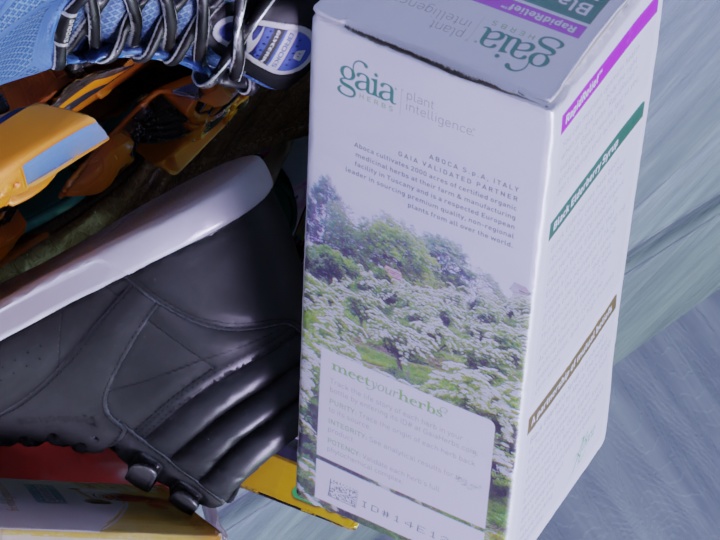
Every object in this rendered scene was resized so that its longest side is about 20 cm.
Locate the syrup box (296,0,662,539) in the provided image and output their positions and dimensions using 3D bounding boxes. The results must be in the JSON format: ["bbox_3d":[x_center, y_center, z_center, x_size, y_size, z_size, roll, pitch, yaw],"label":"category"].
[{"bbox_3d":[0.034,-0.009,0.915,0.081,0.078,0.201,-49,153,-42],"label":"syrup box"}]

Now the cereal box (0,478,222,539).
[{"bbox_3d":[-0.156,0.093,1.023,0.199,0.040,0.144,4,-178,-13],"label":"cereal box"}]

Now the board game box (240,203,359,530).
[{"bbox_3d":[0.000,0.000,1.121,0.200,0.056,0.166,-147,-102,-86],"label":"board game box"}]

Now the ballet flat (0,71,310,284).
[{"bbox_3d":[-0.087,-0.020,1.081,0.200,0.073,0.068,-38,-155,-15],"label":"ballet flat"}]

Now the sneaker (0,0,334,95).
[{"bbox_3d":[-0.051,-0.090,0.856,0.200,0.089,0.079,-33,168,-35],"label":"sneaker"}]

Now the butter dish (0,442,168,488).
[{"bbox_3d":[-0.153,0.095,1.195,0.200,0.199,0.148,-24,140,-57],"label":"butter dish"}]

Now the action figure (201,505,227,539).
[{"bbox_3d":[-0.046,0.046,1.663,0.193,0.105,0.200,-45,144,-3],"label":"action figure"}]

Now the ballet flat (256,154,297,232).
[{"bbox_3d":[-0.121,0.005,1.135,0.199,0.068,0.068,-29,-150,-17],"label":"ballet flat"}]

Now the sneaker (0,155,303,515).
[{"bbox_3d":[-0.095,0.049,0.997,0.199,0.099,0.071,-27,-170,17],"label":"sneaker"}]

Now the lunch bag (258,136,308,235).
[{"bbox_3d":[-0.030,0.007,1.331,0.170,0.122,0.200,-40,177,11],"label":"lunch bag"}]

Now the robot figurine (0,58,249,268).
[{"bbox_3d":[-0.105,-0.042,0.973,0.200,0.058,0.145,-34,175,-24],"label":"robot figurine"}]
